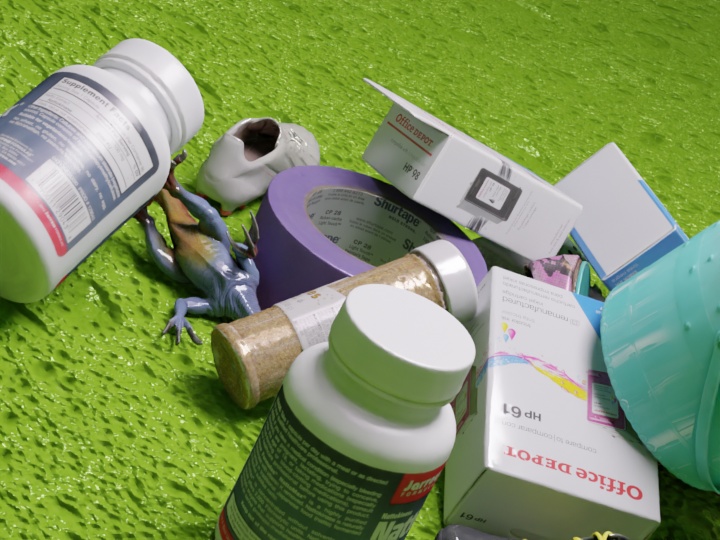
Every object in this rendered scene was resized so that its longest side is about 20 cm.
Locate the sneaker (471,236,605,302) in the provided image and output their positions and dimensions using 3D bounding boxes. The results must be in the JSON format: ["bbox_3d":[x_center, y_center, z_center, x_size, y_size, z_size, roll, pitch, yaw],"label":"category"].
[{"bbox_3d":[0.202,0.019,1.690,0.200,0.074,0.118,38,35,28],"label":"sneaker"}]

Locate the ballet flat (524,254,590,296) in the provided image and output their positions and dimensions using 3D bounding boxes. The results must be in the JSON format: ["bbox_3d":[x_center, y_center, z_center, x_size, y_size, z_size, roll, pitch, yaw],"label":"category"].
[{"bbox_3d":[0.157,0.072,1.548,0.071,0.069,0.200,-6,52,15],"label":"ballet flat"}]

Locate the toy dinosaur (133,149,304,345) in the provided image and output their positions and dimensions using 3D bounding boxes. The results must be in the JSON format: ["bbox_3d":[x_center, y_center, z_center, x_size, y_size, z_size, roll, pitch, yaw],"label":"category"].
[{"bbox_3d":[-0.104,-0.007,1.470,0.182,0.105,0.200,46,13,-4],"label":"toy dinosaur"}]

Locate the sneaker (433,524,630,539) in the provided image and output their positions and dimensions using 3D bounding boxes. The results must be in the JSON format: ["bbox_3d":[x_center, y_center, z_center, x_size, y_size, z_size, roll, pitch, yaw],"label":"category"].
[{"bbox_3d":[0.149,0.211,1.285,0.200,0.085,0.074,22,26,-8],"label":"sneaker"}]

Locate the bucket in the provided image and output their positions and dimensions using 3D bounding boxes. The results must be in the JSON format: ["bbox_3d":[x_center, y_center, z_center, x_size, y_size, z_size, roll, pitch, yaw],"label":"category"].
[{"bbox_3d":[0.287,0.062,1.382,0.207,0.135,0.207,31,43,-34],"label":"bucket"}]

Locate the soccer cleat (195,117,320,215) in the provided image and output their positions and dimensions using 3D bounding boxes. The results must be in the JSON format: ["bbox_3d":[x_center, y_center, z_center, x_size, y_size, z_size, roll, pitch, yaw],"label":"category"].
[{"bbox_3d":[-0.082,-0.109,1.676,0.069,0.078,0.200,32,26,12],"label":"soccer cleat"}]

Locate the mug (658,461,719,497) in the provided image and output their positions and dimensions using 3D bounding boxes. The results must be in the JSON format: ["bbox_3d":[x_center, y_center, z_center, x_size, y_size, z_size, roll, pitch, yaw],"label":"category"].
[{"bbox_3d":[0.298,0.117,1.526,0.200,0.134,0.178,15,4,-13],"label":"mug"}]

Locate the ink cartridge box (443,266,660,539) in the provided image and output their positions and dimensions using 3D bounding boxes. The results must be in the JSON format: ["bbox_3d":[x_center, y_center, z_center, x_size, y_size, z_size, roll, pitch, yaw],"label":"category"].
[{"bbox_3d":[0.146,0.113,1.396,0.144,0.085,0.200,18,48,-13],"label":"ink cartridge box"}]

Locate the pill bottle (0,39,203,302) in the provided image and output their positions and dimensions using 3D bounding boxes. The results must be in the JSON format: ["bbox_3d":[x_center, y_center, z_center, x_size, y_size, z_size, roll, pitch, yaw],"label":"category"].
[{"bbox_3d":[-0.213,-0.081,1.363,0.120,0.120,0.200,33,54,15],"label":"pill bottle"}]

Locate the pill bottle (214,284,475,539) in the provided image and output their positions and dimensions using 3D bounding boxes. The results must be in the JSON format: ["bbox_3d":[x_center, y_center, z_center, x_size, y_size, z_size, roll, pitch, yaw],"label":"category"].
[{"bbox_3d":[-0.007,0.115,1.191,0.119,0.200,0.120,20,27,-11],"label":"pill bottle"}]

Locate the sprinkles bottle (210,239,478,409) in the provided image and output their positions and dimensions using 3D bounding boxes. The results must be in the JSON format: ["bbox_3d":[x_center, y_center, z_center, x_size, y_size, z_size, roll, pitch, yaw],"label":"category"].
[{"bbox_3d":[-0.011,0.040,1.387,0.200,0.068,0.068,-21,46,-21],"label":"sprinkles bottle"}]

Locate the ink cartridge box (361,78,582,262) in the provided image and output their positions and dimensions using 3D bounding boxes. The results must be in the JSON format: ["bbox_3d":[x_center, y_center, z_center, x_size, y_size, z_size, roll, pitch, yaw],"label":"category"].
[{"bbox_3d":[0.082,-0.085,1.607,0.200,0.067,0.116,26,9,-31],"label":"ink cartridge box"}]

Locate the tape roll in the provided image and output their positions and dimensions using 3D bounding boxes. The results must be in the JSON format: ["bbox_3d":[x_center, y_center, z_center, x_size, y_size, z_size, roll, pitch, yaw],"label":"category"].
[{"bbox_3d":[0.000,0.000,1.543,0.200,0.085,0.200,21,26,-11],"label":"tape roll"}]

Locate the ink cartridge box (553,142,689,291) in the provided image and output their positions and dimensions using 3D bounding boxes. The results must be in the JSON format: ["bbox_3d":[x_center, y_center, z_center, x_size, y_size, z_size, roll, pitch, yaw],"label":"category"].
[{"bbox_3d":[0.270,0.002,1.681,0.200,0.084,0.145,46,10,-38],"label":"ink cartridge box"}]
